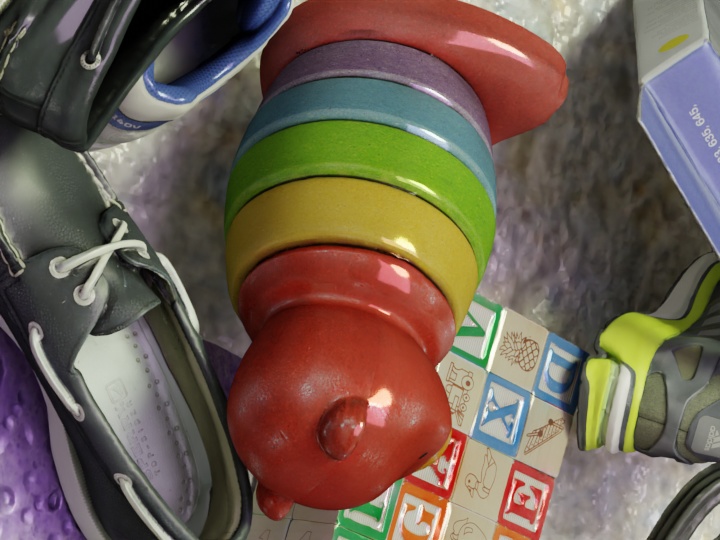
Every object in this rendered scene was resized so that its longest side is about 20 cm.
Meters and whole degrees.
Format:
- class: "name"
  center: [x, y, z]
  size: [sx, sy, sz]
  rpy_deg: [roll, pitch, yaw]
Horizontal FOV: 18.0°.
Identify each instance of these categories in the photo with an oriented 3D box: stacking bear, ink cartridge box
- class: "stacking bear"
  center: [0.000, 0.000, 0.864]
  size: [0.113, 0.121, 0.201]
  rpy_deg: [28, 49, -22]
- class: "ink cartridge box"
  center: [0.187, -0.028, 1.019]
  size: [0.198, 0.047, 0.200]
  rpy_deg: [56, 15, -16]

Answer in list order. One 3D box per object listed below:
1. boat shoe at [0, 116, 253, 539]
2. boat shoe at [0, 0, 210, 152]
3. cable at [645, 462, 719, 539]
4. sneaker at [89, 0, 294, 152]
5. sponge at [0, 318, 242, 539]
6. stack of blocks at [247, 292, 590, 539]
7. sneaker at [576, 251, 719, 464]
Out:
- class: "boat shoe"
  center: [-0.093, 0.016, 0.826]
  size: [0.076, 0.060, 0.201]
  rpy_deg: [-38, 112, -35]
- class: "boat shoe"
  center: [-0.053, -0.118, 0.791]
  size: [0.066, 0.075, 0.199]
  rpy_deg: [40, 68, 15]
- class: "cable"
  center: [0.104, 0.164, 1.010]
  size: [0.097, 0.050, 0.201]
  rpy_deg: [25, 92, -25]
- class: "sneaker"
  center: [-0.045, -0.120, 0.886]
  size: [0.075, 0.088, 0.200]
  rpy_deg: [49, 60, -27]
- class: "sponge"
  center: [-0.133, 0.052, 0.851]
  size: [0.199, 0.030, 0.112]
  rpy_deg: [29, 72, -35]
- class: "stack of blocks"
  center: [0.015, 0.108, 0.956]
  size: [0.115, 0.058, 0.201]
  rpy_deg: [28, 73, -38]
- class: "sneaker"
  center: [0.169, 0.048, 1.044]
  size: [0.200, 0.081, 0.074]
  rpy_deg: [-31, 135, -56]
